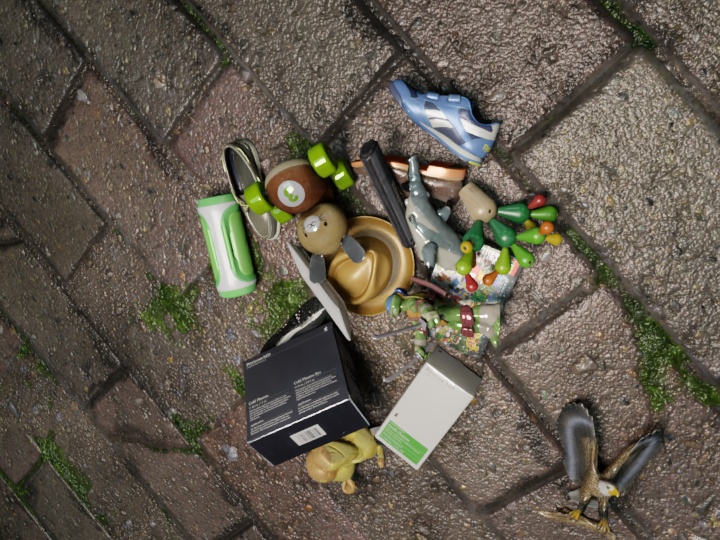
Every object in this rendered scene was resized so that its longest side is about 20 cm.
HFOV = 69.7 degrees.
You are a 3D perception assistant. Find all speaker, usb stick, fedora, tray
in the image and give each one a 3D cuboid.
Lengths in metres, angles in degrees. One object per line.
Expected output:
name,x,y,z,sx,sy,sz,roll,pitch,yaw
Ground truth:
speaker,-0.268,-0.050,1.044,0.088,0.088,0.201,-6,102,23
usb stick,0.049,-0.123,0.859,0.032,0.056,0.201,-14,128,20
fedora,0.000,0.000,0.953,0.199,0.082,0.202,6,107,19
tray,-0.071,0.032,0.951,0.200,0.022,0.108,50,164,37

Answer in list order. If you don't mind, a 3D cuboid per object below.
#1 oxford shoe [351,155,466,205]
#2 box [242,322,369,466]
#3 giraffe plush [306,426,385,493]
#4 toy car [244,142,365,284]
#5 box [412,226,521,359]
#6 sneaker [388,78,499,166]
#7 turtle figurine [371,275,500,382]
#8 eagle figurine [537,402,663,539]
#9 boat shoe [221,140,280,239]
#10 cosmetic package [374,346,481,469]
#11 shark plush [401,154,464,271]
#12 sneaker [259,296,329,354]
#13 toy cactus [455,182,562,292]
oxford shoe,0.077,-0.154,0.889,0.199,0.071,0.073,12,114,18
box,-0.106,0.227,0.964,0.199,0.183,0.104,-24,133,6
giraffe plush,-0.049,0.367,1.057,0.199,0.173,0.163,15,126,-20
toy car,-0.077,-0.084,0.896,0.164,0.158,0.201,-27,75,16
box,0.187,0.041,0.916,0.136,0.038,0.201,24,112,14
sneaker,0.136,-0.255,0.837,0.200,0.074,0.082,37,113,0
turtle figurine,0.128,0.109,0.849,0.193,0.200,0.145,3,121,12
eagle figurine,0.411,0.342,0.882,0.151,0.151,0.201,21,80,-27
boat shoe,-0.216,-0.152,1.008,0.072,0.060,0.203,-14,99,24
cosmetic package,0.127,0.258,0.976,0.107,0.085,0.201,34,115,12
shark plush,0.118,-0.090,0.861,0.083,0.091,0.201,-21,88,4
sneaker,-0.112,0.135,1.055,0.087,0.076,0.200,39,113,-20
toy cactus,0.215,-0.071,0.822,0.199,0.102,0.165,-35,72,-1
